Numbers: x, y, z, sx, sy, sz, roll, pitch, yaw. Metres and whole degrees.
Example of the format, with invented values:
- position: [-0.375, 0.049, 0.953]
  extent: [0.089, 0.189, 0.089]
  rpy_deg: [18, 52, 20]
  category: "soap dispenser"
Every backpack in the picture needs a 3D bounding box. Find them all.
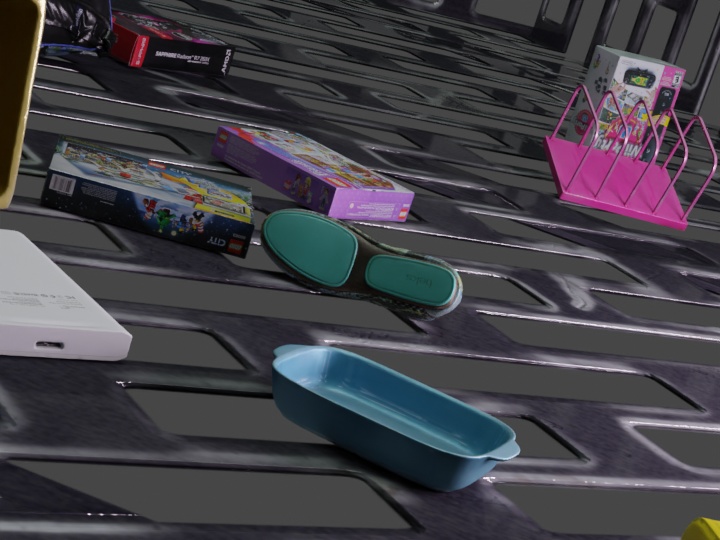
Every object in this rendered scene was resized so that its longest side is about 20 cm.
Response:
- position: [-0.429, -0.359, 2.194]
  extent: [0.147, 0.184, 0.200]
  rpy_deg: [0, 4, 41]
  category: "backpack"

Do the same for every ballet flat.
- position: [0.000, 0.000, 1.633]
  extent: [0.200, 0.074, 0.074]
  rpy_deg: [23, 15, 11]
  category: "ballet flat"

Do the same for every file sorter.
- position: [0.383, -0.167, 2.461]
  extent: [0.200, 0.126, 0.139]
  rpy_deg: [13, 37, -17]
  category: "file sorter"

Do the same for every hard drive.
- position: [-0.275, 0.012, 1.310]
  extent: [0.132, 0.026, 0.200]
  rpy_deg: [6, 19, -38]
  category: "hard drive"

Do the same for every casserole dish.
- position: [0.020, 0.110, 1.282]
  extent: [0.200, 0.039, 0.121]
  rpy_deg: [23, 16, 21]
  category: "casserole dish"

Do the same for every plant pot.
- position: [-0.422, -0.174, 1.523]
  extent: [0.194, 0.196, 0.200]
  rpy_deg: [4, 11, -43]
  category: "plant pot"

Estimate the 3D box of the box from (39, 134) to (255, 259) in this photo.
- position: [-0.203, -0.072, 1.677]
  extent: [0.200, 0.038, 0.137]
  rpy_deg: [15, 15, -10]
  category: "box"

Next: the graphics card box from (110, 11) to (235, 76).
- position: [-0.289, -0.323, 2.461]
  extent: [0.125, 0.051, 0.200]
  rpy_deg: [28, 17, 36]
  category: "graphics card box"

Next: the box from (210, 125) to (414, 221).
- position: [-0.056, -0.111, 1.988]
  extent: [0.200, 0.039, 0.137]
  rpy_deg: [30, 18, 37]
  category: "box"

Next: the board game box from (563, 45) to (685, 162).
- position: [0.388, -0.223, 2.596]
  extent: [0.147, 0.200, 0.064]
  rpy_deg: [6, 19, -37]
  category: "board game box"

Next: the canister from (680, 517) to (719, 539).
- position: [0.306, 0.229, 1.096]
  extent: [0.200, 0.087, 0.149]
  rpy_deg: [14, 15, -9]
  category: "canister"
